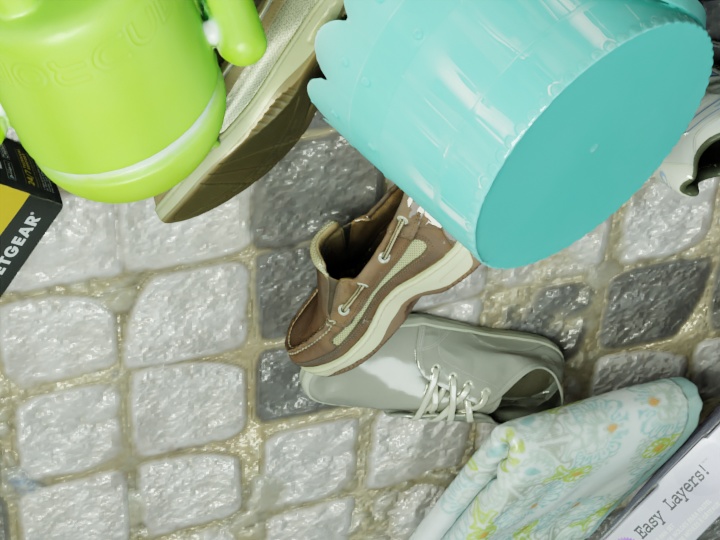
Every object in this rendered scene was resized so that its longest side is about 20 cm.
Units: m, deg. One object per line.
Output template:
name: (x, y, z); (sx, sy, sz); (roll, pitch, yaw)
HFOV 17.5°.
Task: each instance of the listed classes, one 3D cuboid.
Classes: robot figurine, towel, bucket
robot figurine: (-0.141, -0.117, 1.239); (0.174, 0.116, 0.201); (-20, 137, 3)
towel: (0.128, 0.152, 1.617); (0.170, 0.048, 0.200); (-15, 151, -37)
bucket: (0.088, -0.110, 1.294); (0.207, 0.135, 0.208); (-35, 154, -19)

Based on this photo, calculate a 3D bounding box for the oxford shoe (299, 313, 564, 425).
oxford shoe: (0.055, 0.073, 1.555); (0.199, 0.058, 0.075); (5, 130, -27)

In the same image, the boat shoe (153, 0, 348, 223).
boat shoe: (-0.061, -0.109, 1.335); (0.201, 0.063, 0.073); (-49, 162, 31)

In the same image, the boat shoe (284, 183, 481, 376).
boat shoe: (0.001, -0.005, 1.431); (0.075, 0.075, 0.202); (27, 137, -21)

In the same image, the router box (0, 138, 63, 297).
router box: (-0.287, -0.002, 1.326); (0.157, 0.052, 0.200); (18, 121, -36)

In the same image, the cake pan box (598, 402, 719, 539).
cake pan box: (0.254, 0.126, 1.627); (0.200, 0.052, 0.184); (-48, 171, 20)

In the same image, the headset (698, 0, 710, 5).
headset: (0.194, -0.208, 1.321); (0.094, 0.124, 0.200); (-37, 154, -17)

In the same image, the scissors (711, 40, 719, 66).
scissors: (0.249, -0.137, 1.480); (0.199, 0.014, 0.073); (28, 118, -39)

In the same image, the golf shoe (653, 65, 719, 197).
golf shoe: (0.264, -0.095, 1.447); (0.199, 0.098, 0.079); (-20, 136, -5)
